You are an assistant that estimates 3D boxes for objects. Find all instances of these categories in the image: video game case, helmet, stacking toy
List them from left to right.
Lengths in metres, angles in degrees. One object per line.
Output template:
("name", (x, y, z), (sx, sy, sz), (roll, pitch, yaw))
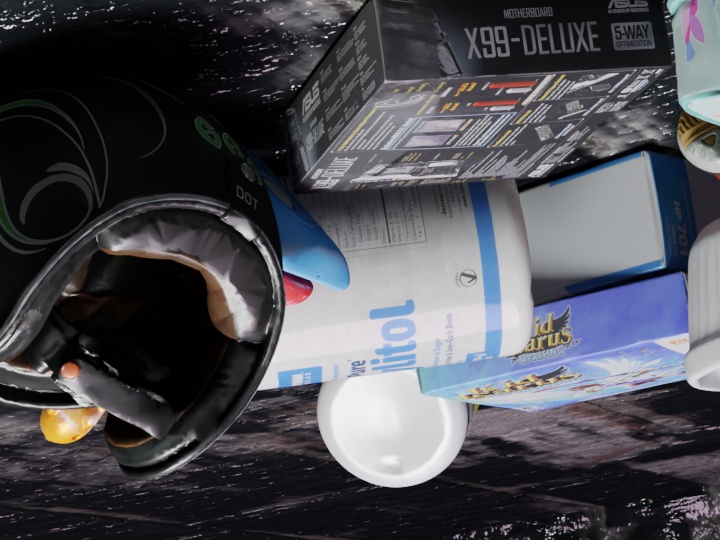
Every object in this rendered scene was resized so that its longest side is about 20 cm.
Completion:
("helmet", (-0.141, -0.004, 1.244), (0.199, 0.201, 0.191), (-2, -156, -26))
("stacking toy", (-0.114, 0.025, 1.383), (0.200, 0.110, 0.116), (-46, 159, 10))
("video game case", (0.163, 0.053, 1.648), (0.199, 0.046, 0.181), (-14, 166, 26))

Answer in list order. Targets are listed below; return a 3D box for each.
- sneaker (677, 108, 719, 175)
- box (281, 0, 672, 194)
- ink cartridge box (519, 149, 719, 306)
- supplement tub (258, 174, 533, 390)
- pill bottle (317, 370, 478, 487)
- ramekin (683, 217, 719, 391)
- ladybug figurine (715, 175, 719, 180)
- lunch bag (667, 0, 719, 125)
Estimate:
("sneaker", (0.271, -0.077, 1.367), (0.199, 0.076, 0.088), (-13, 149, -13))
("box", (0.057, -0.095, 1.296), (0.157, 0.050, 0.200), (-4, 167, -16))
("ink cartridge box", (0.198, -0.016, 1.666), (0.146, 0.086, 0.199), (-18, 163, 37))
("supplement tub", (0.000, 0.000, 1.495), (0.199, 0.133, 0.132), (-8, 168, -4))
("pill bottle", (0.039, 0.073, 1.771), (0.109, 0.110, 0.200), (-12, -164, 15))
("ramekin", (0.292, 0.010, 1.484), (0.201, 0.095, 0.202), (-8, 169, -2))
("ladybug figurine", (0.293, -0.077, 1.484), (0.199, 0.072, 0.136), (-2, 166, -25))
("lunch bag", (0.262, -0.128, 1.223), (0.199, 0.078, 0.160), (-16, 170, 34))
